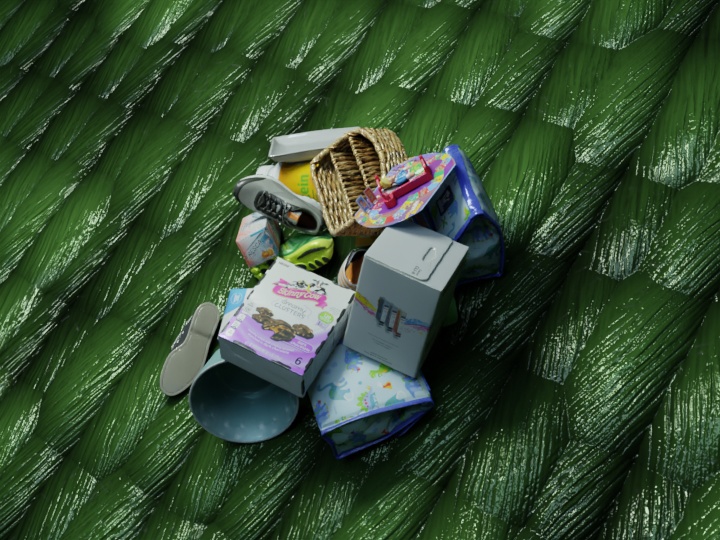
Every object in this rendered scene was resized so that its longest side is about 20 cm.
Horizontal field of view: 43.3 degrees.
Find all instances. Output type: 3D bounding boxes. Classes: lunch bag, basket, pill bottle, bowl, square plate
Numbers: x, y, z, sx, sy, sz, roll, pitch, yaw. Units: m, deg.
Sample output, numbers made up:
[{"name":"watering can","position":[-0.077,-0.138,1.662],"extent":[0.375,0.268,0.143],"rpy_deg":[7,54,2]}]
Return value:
[{"name":"lunch bag","position":[0.013,0.204,1.584],"extent":[0.198,0.128,0.171],"rpy_deg":[-25,52,2]},{"name":"lunch bag","position":[0.187,-0.099,1.643],"extent":[0.126,0.201,0.172],"rpy_deg":[-13,53,-6]},{"name":"basket","position":[0.005,-0.176,1.725],"extent":[0.147,0.143,0.202],"rpy_deg":[1,52,-23]},{"name":"pill bottle","position":[-0.118,-0.179,1.904],"extent":[0.197,0.111,0.112],"rpy_deg":[2,59,25]},{"name":"bowl","position":[-0.210,0.207,1.660],"extent":[0.198,0.202,0.106],"rpy_deg":[-20,33,10]},{"name":"square plate","position":[-0.092,-0.265,1.923],"extent":[0.197,0.029,0.198],"rpy_deg":[-7,19,0]}]

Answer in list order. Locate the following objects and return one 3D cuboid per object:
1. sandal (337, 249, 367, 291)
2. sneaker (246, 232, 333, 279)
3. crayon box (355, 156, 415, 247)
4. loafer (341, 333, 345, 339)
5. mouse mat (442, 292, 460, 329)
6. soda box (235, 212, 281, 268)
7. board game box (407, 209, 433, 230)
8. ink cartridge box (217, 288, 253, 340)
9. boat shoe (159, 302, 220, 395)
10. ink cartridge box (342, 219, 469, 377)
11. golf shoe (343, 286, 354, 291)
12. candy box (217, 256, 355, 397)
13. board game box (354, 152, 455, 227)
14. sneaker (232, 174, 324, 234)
[{"name":"sandal","position":[0.000,-0.008,1.705],"extent":[0.206,0.059,0.080],"rpy_deg":[-37,49,53]},{"name":"sneaker","position":[-0.138,-0.027,1.851],"extent":[0.198,0.075,0.084],"rpy_deg":[-13,25,21]},{"name":"crayon box","position":[0.059,-0.127,1.830],"extent":[0.124,0.052,0.202],"rpy_deg":[-8,55,19]},{"name":"loafer","position":[-0.050,0.143,1.683],"extent":[0.199,0.071,0.073],"rpy_deg":[-39,48,-2]},{"name":"mouse mat","position":[0.086,0.061,1.724],"extent":[0.197,0.008,0.163],"rpy_deg":[-17,53,13]},{"name":"soda box","position":[-0.203,-0.071,1.834],"extent":[0.068,0.064,0.200],"rpy_deg":[-25,17,4]},{"name":"board game box","position":[0.074,-0.018,1.673],"extent":[0.034,0.201,0.136],"rpy_deg":[4,45,-27]},{"name":"ink cartridge box","position":[-0.168,0.097,1.772],"extent":[0.197,0.067,0.117],"rpy_deg":[-3,58,22]},{"name":"boat shoe","position":[-0.344,0.160,1.828],"extent":[0.202,0.072,0.063],"rpy_deg":[-65,15,-16]},{"name":"ink cartridge box","position":[0.076,0.042,1.534],"extent":[0.143,0.202,0.146],"rpy_deg":[24,39,12]},{"name":"golf shoe","position":[-0.104,0.070,1.705],"extent":[0.197,0.094,0.079],"rpy_deg":[1,86,-4]},{"name":"candy box","position":[-0.123,0.094,1.568],"extent":[0.166,0.072,0.201],"rpy_deg":[23,53,15]},{"name":"board game box","position":[0.069,-0.154,1.564],"extent":[0.157,0.039,0.201],"rpy_deg":[1,45,46]},{"name":"sneaker","position":[-0.157,-0.130,1.799],"extent":[0.080,0.198,0.075],"rpy_deg":[-104,38,-66]}]
